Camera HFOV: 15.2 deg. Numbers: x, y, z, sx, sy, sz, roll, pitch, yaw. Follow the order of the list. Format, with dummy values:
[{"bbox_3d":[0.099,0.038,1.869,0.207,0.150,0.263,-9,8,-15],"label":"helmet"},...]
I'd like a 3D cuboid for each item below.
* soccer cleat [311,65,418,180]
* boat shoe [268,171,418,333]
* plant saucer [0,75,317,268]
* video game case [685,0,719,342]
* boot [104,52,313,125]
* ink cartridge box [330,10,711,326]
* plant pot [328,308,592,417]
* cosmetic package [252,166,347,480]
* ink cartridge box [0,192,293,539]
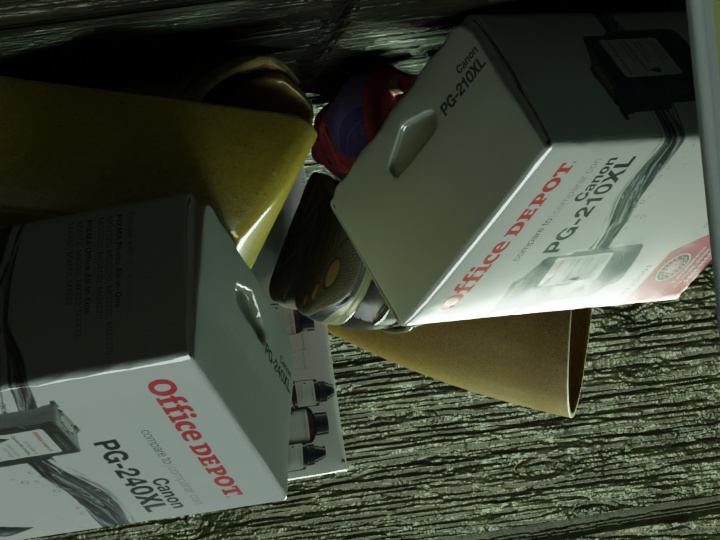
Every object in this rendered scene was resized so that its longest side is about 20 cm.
[{"bbox_3d":[0.002,-0.068,1.419,0.076,0.067,0.200,-4,180,10],"label":"soccer cleat"},{"bbox_3d":[0.000,0.000,1.426,0.073,0.075,0.200,22,-171,-11],"label":"boat shoe"},{"bbox_3d":[-0.137,-0.009,1.229,0.199,0.049,0.200,7,149,-15],"label":"plant saucer"},{"bbox_3d":[0.231,-0.060,1.117,0.181,0.201,0.022,-9,-156,1],"label":"video game case"},{"bbox_3d":[-0.085,-0.058,1.318,0.155,0.073,0.200,-12,172,28],"label":"boot"},{"bbox_3d":[0.107,-0.052,1.328,0.199,0.085,0.145,-5,145,-40],"label":"ink cartridge box"},{"bbox_3d":[0.072,0.010,2.049,0.199,0.188,0.186,5,178,9],"label":"plant pot"},{"bbox_3d":[-0.059,0.019,1.522,0.050,0.201,0.082,-10,177,28],"label":"cosmetic package"},{"bbox_3d":[-0.143,0.051,1.198,0.199,0.084,0.145,-9,148,13],"label":"ink cartridge box"}]
